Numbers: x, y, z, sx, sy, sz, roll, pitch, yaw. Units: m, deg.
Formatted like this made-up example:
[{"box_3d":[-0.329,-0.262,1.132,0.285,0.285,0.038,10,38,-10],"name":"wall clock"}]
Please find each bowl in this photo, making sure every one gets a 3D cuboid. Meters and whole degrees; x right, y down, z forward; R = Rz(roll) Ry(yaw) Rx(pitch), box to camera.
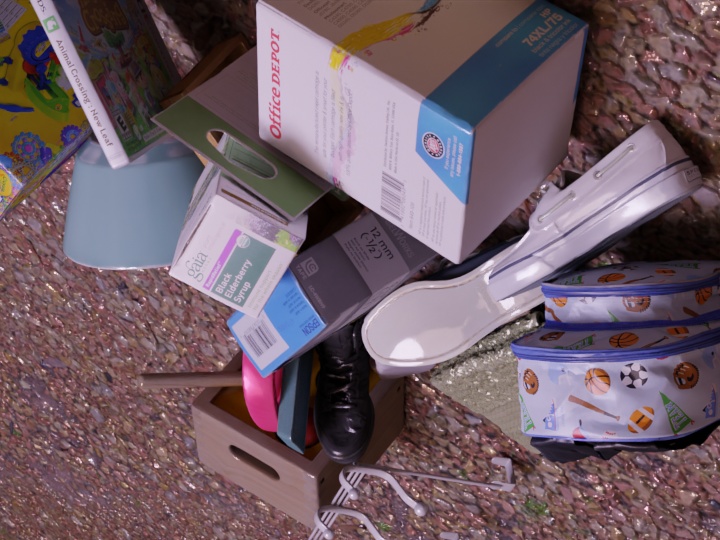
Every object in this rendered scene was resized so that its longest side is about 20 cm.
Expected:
[{"box_3d":[-0.188,-0.085,1.561,0.200,0.201,0.105,10,117,40],"name":"bowl"}]

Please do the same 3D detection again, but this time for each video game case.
[{"box_3d":[-0.209,-0.190,1.416,0.022,0.200,0.183,-22,100,17],"name":"video game case"}]

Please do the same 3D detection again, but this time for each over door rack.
[{"box_3d":[0.048,0.252,1.654,0.148,0.199,0.067,-59,40,40],"name":"over door rack"}]

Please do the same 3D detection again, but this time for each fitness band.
[{"box_3d":[-0.080,0.055,1.591,0.037,0.201,0.144,1,150,9],"name":"fitness band"}]

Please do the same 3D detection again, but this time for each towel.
[{"box_3d":[0.161,0.104,1.493,0.148,0.037,0.200,33,150,-17],"name":"towel"}]

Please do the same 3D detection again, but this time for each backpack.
[{"box_3d":[0.211,0.070,1.279,0.200,0.190,0.155,-9,100,37],"name":"backpack"}]

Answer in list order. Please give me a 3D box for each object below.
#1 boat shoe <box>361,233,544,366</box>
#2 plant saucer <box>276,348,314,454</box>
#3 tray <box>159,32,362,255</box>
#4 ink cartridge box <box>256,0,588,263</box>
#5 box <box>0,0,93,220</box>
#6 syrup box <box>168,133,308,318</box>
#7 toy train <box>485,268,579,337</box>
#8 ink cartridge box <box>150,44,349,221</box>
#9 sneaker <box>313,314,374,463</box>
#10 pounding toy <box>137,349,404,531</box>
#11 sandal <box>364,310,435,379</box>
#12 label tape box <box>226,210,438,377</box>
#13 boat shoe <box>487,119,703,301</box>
[{"box_3d":[0.092,0.020,1.405,0.200,0.062,0.075,-32,90,24],"name":"boat shoe"},{"box_3d":[-0.057,0.067,1.571,0.019,0.201,0.070,3,164,9],"name":"plant saucer"},{"box_3d":[-0.086,-0.100,1.488,0.037,0.099,0.200,-14,119,43],"name":"tray"},{"box_3d":[0.041,-0.140,1.251,0.200,0.146,0.147,33,147,22],"name":"ink cartridge box"},{"box_3d":[-0.329,-0.186,1.554,0.193,0.200,0.122,46,148,-5],"name":"box"},{"box_3d":[-0.092,-0.047,1.346,0.081,0.200,0.079,27,110,-11],"name":"syrup box"},{"box_3d":[0.136,0.035,1.475,0.046,0.034,0.200,49,147,-8],"name":"toy train"},{"box_3d":[-0.062,-0.111,1.358,0.145,0.200,0.048,35,135,11],"name":"ink cartridge box"},{"box_3d":[-0.020,0.074,1.577,0.060,0.201,0.104,0,160,15],"name":"sneaker"},{"box_3d":[-0.087,0.136,1.692,0.200,0.184,0.142,27,145,22],"name":"pounding toy"},{"box_3d":[0.038,0.051,1.547,0.207,0.079,0.059,104,152,-72],"name":"sandal"},{"box_3d":[0.000,0.000,1.416,0.066,0.200,0.143,57,148,6],"name":"label tape box"},{"box_3d":[0.171,-0.046,1.288,0.200,0.073,0.067,-33,79,31],"name":"boat shoe"}]
